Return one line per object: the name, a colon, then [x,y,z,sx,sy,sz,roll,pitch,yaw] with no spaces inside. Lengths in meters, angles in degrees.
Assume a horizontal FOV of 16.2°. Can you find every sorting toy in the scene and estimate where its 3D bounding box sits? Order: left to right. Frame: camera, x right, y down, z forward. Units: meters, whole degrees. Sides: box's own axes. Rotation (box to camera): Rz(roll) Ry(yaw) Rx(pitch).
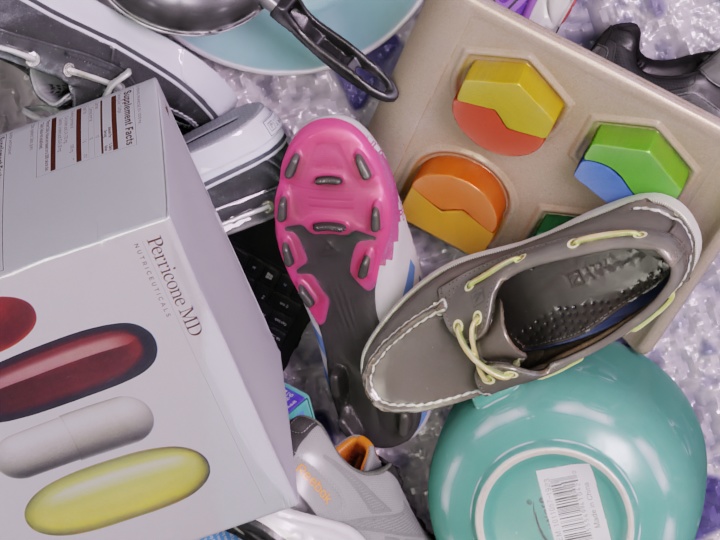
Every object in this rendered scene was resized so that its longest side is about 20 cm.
sorting toy: [0.098,-0.050,1.355,0.200,0.037,0.185,31,142,4]

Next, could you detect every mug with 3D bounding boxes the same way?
mug: [0.100,0.114,1.402,0.185,0.114,0.152,29,108,2]

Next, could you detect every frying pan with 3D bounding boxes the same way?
frying pan: [-0.073,-0.150,1.348,0.115,0.031,0.190,-29,78,-18]

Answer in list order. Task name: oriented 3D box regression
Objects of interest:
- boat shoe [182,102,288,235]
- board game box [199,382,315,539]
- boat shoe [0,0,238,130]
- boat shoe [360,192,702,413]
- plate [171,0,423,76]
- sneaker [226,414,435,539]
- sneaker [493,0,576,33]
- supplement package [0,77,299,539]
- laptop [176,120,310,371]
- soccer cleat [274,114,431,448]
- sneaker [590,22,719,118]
boat shoe: [-0.123,-0.018,1.391,0.200,0.072,0.071,-26,105,8]
board game box: [-0.094,0.174,1.396,0.045,0.200,0.152,26,143,40]
boat shoe: [-0.151,-0.109,1.368,0.074,0.199,0.068,16,81,44]
boat shoe: [0.082,0.023,1.316,0.201,0.060,0.072,-27,100,19]
plate: [-0.045,-0.208,1.396,0.200,0.026,0.201,3,105,11]
sneaker: [0.008,0.140,1.403,0.074,0.200,0.079,16,78,37]
sneaker: [0.088,-0.182,1.345,0.083,0.081,0.200,26,108,-2]
supplement package: [-0.159,0.043,1.302,0.200,0.147,0.192,-20,122,5]
laptop: [-0.129,0.026,1.429,0.177,0.103,0.200,29,112,2]
soccer cleat: [0.000,0.000,1.403,0.070,0.086,0.200,-3,113,17]
sneaker: [0.201,-0.073,1.361,0.200,0.066,0.091,24,109,6]
